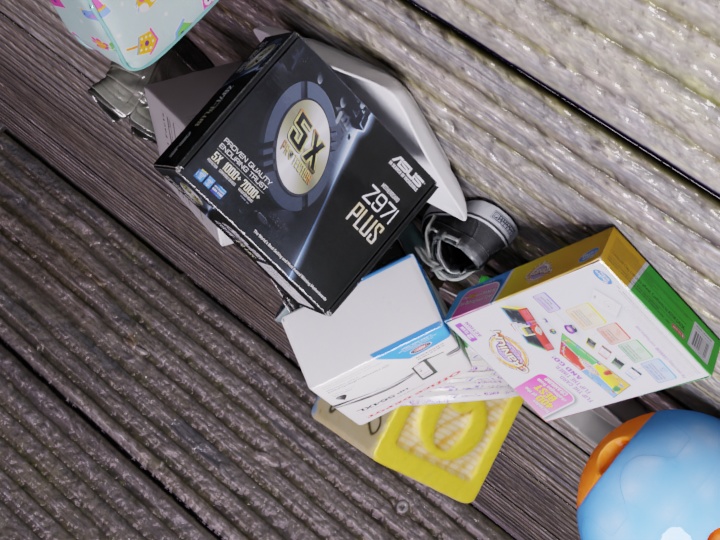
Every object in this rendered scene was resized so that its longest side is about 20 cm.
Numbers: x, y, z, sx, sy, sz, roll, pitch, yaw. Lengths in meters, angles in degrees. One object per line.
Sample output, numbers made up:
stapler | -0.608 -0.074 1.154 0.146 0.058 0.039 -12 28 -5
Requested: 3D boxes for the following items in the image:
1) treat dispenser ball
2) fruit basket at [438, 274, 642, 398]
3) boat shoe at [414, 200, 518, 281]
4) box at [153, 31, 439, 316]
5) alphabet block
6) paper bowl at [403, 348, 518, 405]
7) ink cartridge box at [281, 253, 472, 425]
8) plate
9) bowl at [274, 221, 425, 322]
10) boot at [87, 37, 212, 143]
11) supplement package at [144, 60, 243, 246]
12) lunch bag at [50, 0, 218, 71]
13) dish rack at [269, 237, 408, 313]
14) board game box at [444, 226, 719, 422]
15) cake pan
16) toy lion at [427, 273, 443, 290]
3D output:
treat dispenser ball | 0.314 0.239 1.190 0.200 0.201 0.201 38 169 9
fruit basket | 0.191 0.083 1.275 0.184 0.094 0.200 26 171 32
boat shoe | 0.097 -0.024 1.236 0.074 0.068 0.199 43 169 -15
box | -0.057 -0.086 1.095 0.200 0.164 0.086 45 168 -21
alphabet block | 0.081 0.185 1.706 0.196 0.197 0.200 28 178 -30
paper bowl | 0.094 0.107 1.442 0.199 0.105 0.201 -3 174 0
ink cartridge box | 0.023 0.076 1.222 0.085 0.145 0.200 65 -174 22
plate | 0.008 -0.148 1.147 0.199 0.032 0.200 31 167 39
bowl | 0.000 0.000 1.343 0.105 0.202 0.201 34 169 -4
boot | -0.283 -0.256 1.441 0.200 0.131 0.068 43 168 -14
supplement package | -0.138 -0.131 1.289 0.200 0.120 0.121 44 147 54
lunch bag | -0.191 -0.277 0.993 0.077 0.161 0.200 28 158 29
dish rack | -0.042 -0.039 1.203 0.201 0.153 0.055 59 177 -21
board game box | 0.194 0.055 1.074 0.153 0.040 0.199 44 142 -17
cake pan | 0.281 0.165 1.440 0.200 0.037 0.200 39 169 9
toy lion | 0.011 0.073 1.584 0.069 0.192 0.200 40 169 -4
